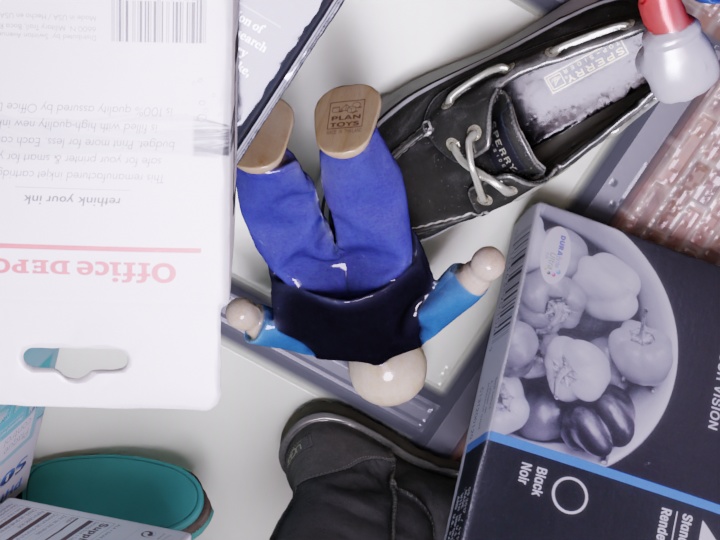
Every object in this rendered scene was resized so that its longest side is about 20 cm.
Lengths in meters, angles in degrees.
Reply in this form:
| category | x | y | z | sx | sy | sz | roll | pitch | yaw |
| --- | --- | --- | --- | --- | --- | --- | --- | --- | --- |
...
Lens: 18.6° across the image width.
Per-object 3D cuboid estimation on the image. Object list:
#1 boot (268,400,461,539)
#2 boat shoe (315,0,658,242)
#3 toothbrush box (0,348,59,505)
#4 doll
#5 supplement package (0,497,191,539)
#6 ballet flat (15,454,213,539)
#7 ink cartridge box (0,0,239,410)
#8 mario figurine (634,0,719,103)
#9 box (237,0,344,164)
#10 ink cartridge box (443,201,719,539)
| category | x | y | z | sx | sy | sz | roll | pitch | yaw |
| --- | --- | --- | --- | --- | --- | --- | --- | --- | --- |
| boot | 0.025 | 0.159 | 1.053 | 0.181 | 0.200 | 0.073 | 23 | 112 | -12 |
| boat shoe | 0.063 | -0.067 | 1.039 | 0.200 | 0.064 | 0.071 | -34 | 110 | 10 |
| toothbrush box | -0.210 | 0.049 | 0.988 | 0.085 | 0.146 | 0.200 | 32 | 130 | 14 |
| doll | 0.000 | 0.000 | 1.031 | 0.136 | 0.049 | 0.200 | -8 | 139 | 7 |
| supplement package | -0.153 | 0.233 | 1.010 | 0.111 | 0.156 | 0.201 | 6 | 112 | 28 |
| ballet flat | -0.173 | 0.136 | 1.115 | 0.199 | 0.067 | 0.071 | -3 | 136 | -2 |
| ink cartridge box | -0.104 | -0.053 | 0.817 | 0.116 | 0.068 | 0.201 | 2 | 110 | -1 |
| mario figurine | 0.150 | -0.154 | 0.986 | 0.200 | 0.123 | 0.106 | 34 | 135 | 10 |
| box | -0.085 | -0.127 | 0.933 | 0.124 | 0.200 | 0.197 | 32 | 107 | -14 |
| ink cartridge box | 0.150 | 0.090 | 1.056 | 0.199 | 0.043 | 0.199 | 19 | 66 | -11 |
